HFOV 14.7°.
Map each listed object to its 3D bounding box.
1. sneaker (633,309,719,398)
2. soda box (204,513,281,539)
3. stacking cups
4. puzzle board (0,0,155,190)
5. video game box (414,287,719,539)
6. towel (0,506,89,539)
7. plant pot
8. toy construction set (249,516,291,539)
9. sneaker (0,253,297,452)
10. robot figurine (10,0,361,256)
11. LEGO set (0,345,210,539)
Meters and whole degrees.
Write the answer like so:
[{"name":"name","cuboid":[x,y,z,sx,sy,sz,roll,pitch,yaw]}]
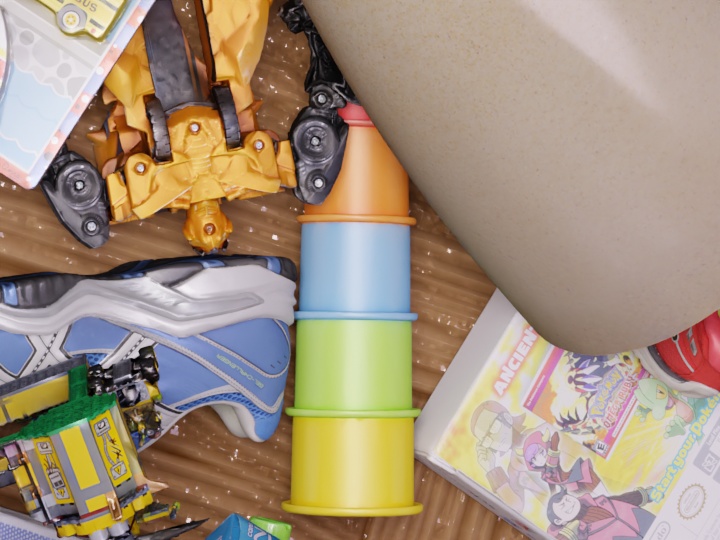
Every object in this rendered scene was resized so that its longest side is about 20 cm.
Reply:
[{"name":"sneaker","cuboid":[0.186,-0.035,1.165,0.077,0.085,0.201,28,81,-19]},{"name":"soda box","cuboid":[-0.081,0.183,1.048,0.068,0.064,0.200,32,124,-21]},{"name":"stacking cups","cuboid":[0.000,0.000,1.156,0.060,0.060,0.202,2,91,-20]},{"name":"puzzle board","cuboid":[-0.169,-0.147,1.075,0.199,0.017,0.151,33,85,2]},{"name":"video game box","cuboid":[0.142,0.044,1.218,0.182,0.047,0.201,36,79,-20]},{"name":"towel","cuboid":[-0.168,0.189,1.121,0.146,0.024,0.201,19,87,-22]},{"name":"plant pot","cuboid":[0.066,-0.100,1.092,0.200,0.187,0.188,39,78,-29]},{"name":"toy construction set","cuboid":[0.021,0.157,1.126,0.199,0.131,0.093,27,86,-6]},{"name":"sneaker","cuboid":[-0.117,0.038,1.106,0.199,0.076,0.078,-5,94,-17]},{"name":"robot figurine","cuboid":[-0.078,-0.106,1.122,0.144,0.058,0.202,-10,94,-11]},{"name":"LEGO set","cuboid":[-0.147,0.119,1.027,0.199,0.154,0.117,-22,101,-10]}]
